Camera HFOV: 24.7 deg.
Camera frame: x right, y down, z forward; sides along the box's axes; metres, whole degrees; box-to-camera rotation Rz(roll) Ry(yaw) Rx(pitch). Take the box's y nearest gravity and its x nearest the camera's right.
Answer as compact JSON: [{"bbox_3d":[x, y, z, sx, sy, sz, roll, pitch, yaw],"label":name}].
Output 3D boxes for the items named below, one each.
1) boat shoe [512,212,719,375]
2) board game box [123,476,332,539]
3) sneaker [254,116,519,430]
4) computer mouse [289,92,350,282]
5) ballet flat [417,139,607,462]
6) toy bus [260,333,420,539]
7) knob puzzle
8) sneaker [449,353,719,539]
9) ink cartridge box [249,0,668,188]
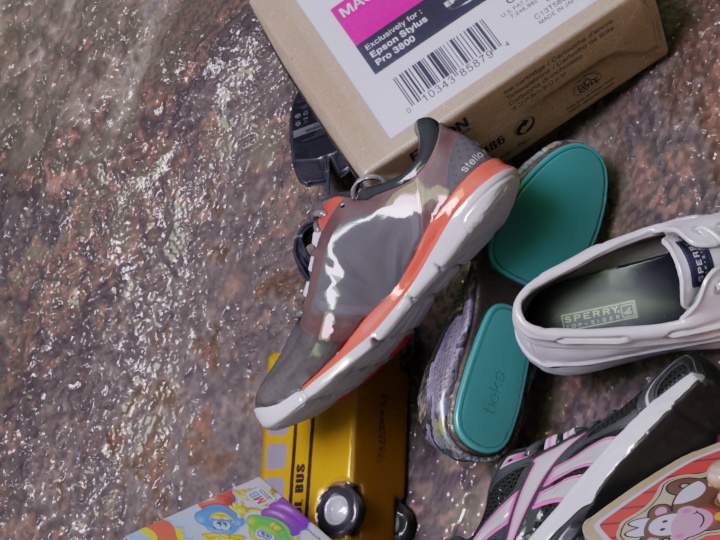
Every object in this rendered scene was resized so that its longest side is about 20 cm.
[{"bbox_3d":[0.176,0.007,0.864,0.198,0.065,0.074,-21,70,7],"label":"boat shoe"},{"bbox_3d":[-0.079,0.234,0.900,0.105,0.103,0.202,36,125,30],"label":"board game box"},{"bbox_3d":[0.000,0.000,0.911,0.082,0.077,0.200,43,98,13],"label":"sneaker"},{"bbox_3d":[-0.014,-0.050,1.027,0.058,0.034,0.201,-16,45,14],"label":"computer mouse"},{"bbox_3d":[0.081,0.016,0.947,0.071,0.072,0.202,10,68,35],"label":"ballet flat"},{"bbox_3d":[-0.015,0.111,0.982,0.078,0.065,0.202,-9,70,33],"label":"toy bus"},{"bbox_3d":[0.198,0.106,0.769,0.218,0.219,0.031,-7,109,32],"label":"knob puzzle"},{"bbox_3d":[0.114,0.115,0.889,0.200,0.080,0.086,-46,44,5],"label":"sneaker"},{"bbox_3d":[0.056,-0.146,0.985,0.199,0.075,0.165,-34,57,1],"label":"ink cartridge box"}]
